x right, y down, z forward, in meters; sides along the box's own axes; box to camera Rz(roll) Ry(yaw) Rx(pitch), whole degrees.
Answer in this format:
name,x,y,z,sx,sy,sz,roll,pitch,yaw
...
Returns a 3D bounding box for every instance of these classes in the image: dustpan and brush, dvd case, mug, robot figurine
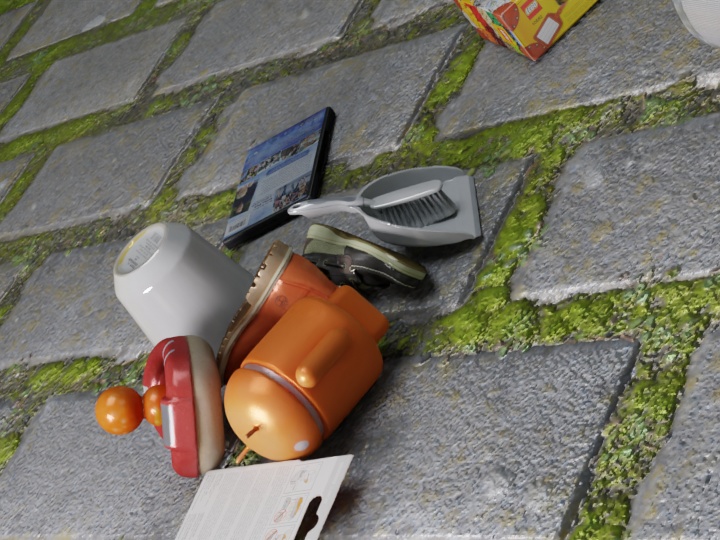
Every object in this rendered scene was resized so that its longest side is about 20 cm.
name,x,y,z,sx,sy,sz,roll,pitch,yaw
dustpan and brush,0.023,-0.069,1.763,0.199,0.057,0.140,-14,32,8
dvd case,-0.103,-0.121,2.103,0.142,0.018,0.200,-26,32,26
mug,-0.219,0.031,1.900,0.186,0.153,0.150,-22,35,33
robot figurine,-0.056,0.108,1.625,0.144,0.117,0.200,11,51,46

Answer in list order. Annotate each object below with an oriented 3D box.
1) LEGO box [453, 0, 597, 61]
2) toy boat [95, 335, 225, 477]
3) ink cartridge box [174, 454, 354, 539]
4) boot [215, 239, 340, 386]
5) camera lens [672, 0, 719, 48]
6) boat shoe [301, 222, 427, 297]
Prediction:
name,x,y,z,sx,sy,sz,roll,pitch,yaw
LEGO box,0.226,-0.357,1.956,0.200,0.077,0.149,-44,28,-4
toy boat,-0.213,0.142,1.716,0.130,0.131,0.200,-4,8,-8
ink cartridge box,-0.097,0.258,1.556,0.199,0.050,0.161,-11,41,38
boot,-0.090,0.070,1.772,0.200,0.107,0.075,-57,9,35
camera lens,0.404,-0.282,1.548,0.160,0.160,0.200,-47,29,-9
boat shoe,-0.001,0.000,1.770,0.201,0.072,0.066,22,89,54
